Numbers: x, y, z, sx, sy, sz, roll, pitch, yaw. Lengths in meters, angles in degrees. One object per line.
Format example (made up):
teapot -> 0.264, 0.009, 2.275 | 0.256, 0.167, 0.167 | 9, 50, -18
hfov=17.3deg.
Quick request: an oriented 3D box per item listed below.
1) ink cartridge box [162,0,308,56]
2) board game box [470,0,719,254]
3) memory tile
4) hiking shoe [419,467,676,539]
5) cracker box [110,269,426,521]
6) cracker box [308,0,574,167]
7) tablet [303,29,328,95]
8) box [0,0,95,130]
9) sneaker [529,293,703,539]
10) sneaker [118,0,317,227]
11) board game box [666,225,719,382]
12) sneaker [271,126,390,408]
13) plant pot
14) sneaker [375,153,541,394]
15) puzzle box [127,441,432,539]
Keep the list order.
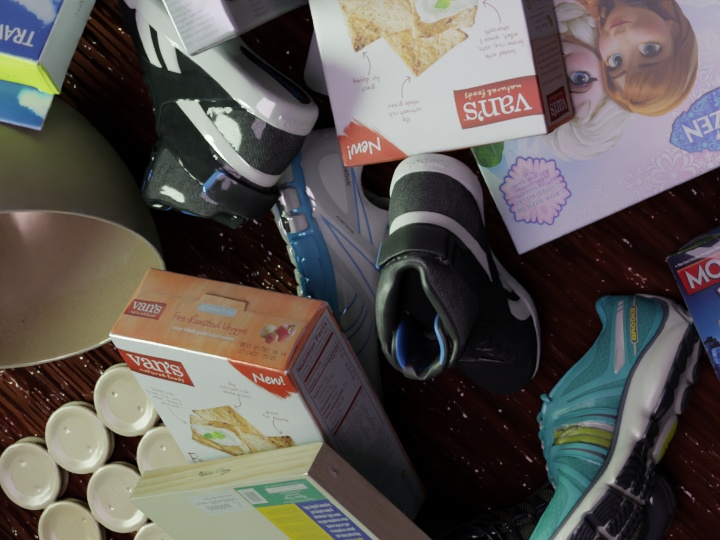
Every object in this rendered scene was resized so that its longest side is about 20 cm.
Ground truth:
ink cartridge box -> -0.100, -0.236, 1.401 | 0.040, 0.200, 0.201 | -21, 97, 17
board game box -> 0.142, -0.139, 1.408 | 0.199, 0.041, 0.201 | -25, 93, 25
memory tile -> -0.148, 0.174, 1.628 | 0.153, 0.017, 0.201 | -38, 89, 25
hiking shoe -> 0.104, 0.181, 1.488 | 0.199, 0.101, 0.076 | -24, 95, 24
cracker box -> -0.055, 0.091, 1.473 | 0.133, 0.058, 0.201 | 10, 144, 32
cracker box -> 0.038, -0.170, 1.388 | 0.133, 0.058, 0.202 | -9, 100, 25
tablet -> 0.068, -0.144, 1.466 | 0.199, 0.014, 0.131 | 20, 110, 14
box -> -0.219, -0.195, 1.481 | 0.121, 0.048, 0.201 | 13, 68, 17
sneaker -> 0.142, 0.105, 1.440 | 0.079, 0.078, 0.201 | 17, 69, 26
sneaker -> -0.114, -0.100, 1.459 | 0.200, 0.073, 0.112 | 45, 111, 44
board game box -> 0.293, -0.004, 1.392 | 0.199, 0.062, 0.201 | -21, 95, 24
sneaker -> 0.000, 0.000, 1.502 | 0.086, 0.075, 0.201 | -18, 112, -9
plant pot -> -0.231, -0.042, 1.527 | 0.199, 0.200, 0.135 | -25, 58, 24
sneaker -> 0.052, 0.037, 1.420 | 0.072, 0.112, 0.201 | -3, 138, 22
puzzle box -> -0.042, 0.164, 1.474 | 0.133, 0.026, 0.199 | 44, 148, -24
